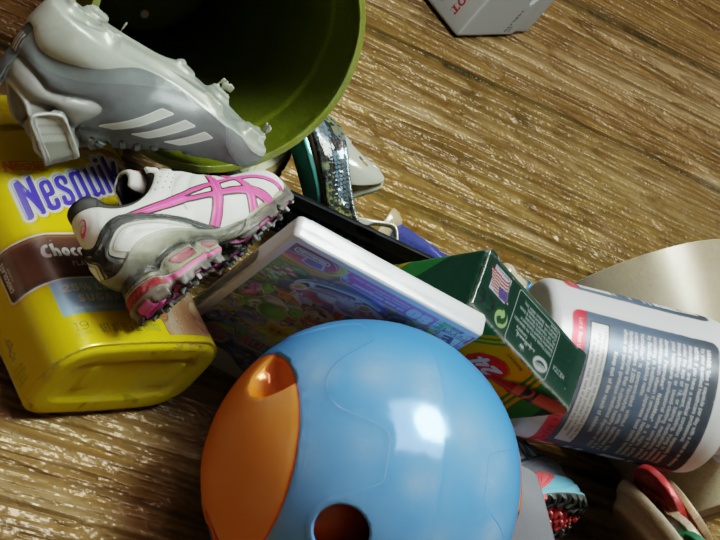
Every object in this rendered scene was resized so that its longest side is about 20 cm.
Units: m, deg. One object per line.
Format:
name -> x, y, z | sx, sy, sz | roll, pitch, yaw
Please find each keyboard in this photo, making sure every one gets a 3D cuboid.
keyboard -> 0.000, 0.000, 1.279 | 0.200, 0.104, 0.040 | 26, 74, 12

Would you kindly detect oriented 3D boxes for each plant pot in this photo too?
plant pot -> 0.258, 0.104, 1.478 | 0.187, 0.187, 0.200 | 0, 66, -47
plant pot -> -0.125, -0.199, 1.290 | 0.200, 0.201, 0.193 | 20, 16, -32

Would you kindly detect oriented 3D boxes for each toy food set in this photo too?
toy food set -> 0.252, 0.230, 1.329 | 0.198, 0.049, 0.200 | 56, -3, 4

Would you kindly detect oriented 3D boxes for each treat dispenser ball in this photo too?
treat dispenser ball -> 0.001, 0.130, 1.117 | 0.201, 0.201, 0.201 | 28, 35, -22

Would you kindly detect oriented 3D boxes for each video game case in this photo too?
video game case -> -0.030, 0.038, 1.198 | 0.143, 0.200, 0.018 | 28, 57, -19

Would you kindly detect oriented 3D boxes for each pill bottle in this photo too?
pill bottle -> 0.213, 0.085, 1.338 | 0.200, 0.120, 0.120 | 14, 39, -11

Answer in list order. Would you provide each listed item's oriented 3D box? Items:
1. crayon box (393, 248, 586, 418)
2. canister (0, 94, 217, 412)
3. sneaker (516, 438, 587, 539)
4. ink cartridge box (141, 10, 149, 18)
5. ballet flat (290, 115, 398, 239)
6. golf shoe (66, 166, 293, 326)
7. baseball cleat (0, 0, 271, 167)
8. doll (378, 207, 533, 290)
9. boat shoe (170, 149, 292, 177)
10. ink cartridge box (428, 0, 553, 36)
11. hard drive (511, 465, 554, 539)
crayon box -> 0.039, 0.054, 1.256 | 0.127, 0.200, 0.051 | 45, 52, -33
canister -> -0.193, -0.010, 1.179 | 0.148, 0.087, 0.200 | 1, 53, -49
sneaker -> 0.072, 0.150, 1.310 | 0.200, 0.079, 0.096 | 19, 27, -45
ink cartridge box -> -0.165, -0.279, 1.467 | 0.200, 0.145, 0.145 | 34, 33, -13
ballet flat -> -0.009, -0.043, 1.376 | 0.074, 0.074, 0.201 | -10, 88, -52
golf shoe -> -0.110, -0.039, 1.162 | 0.092, 0.073, 0.200 | 49, 28, 2
baseball cleat -> -0.153, -0.101, 1.165 | 0.200, 0.106, 0.070 | 33, 13, -40
doll -> 0.097, 0.027, 1.417 | 0.200, 0.137, 0.049 | 31, 58, 4
boat shoe -> -0.113, -0.058, 1.343 | 0.066, 0.072, 0.201 | 30, 29, 5
ink cartridge box -> 0.124, -0.367, 1.885 | 0.200, 0.147, 0.146 | 53, 33, 16
hard drive -> 0.107, 0.234, 1.178 | 0.042, 0.135, 0.200 | -3, 44, -3
